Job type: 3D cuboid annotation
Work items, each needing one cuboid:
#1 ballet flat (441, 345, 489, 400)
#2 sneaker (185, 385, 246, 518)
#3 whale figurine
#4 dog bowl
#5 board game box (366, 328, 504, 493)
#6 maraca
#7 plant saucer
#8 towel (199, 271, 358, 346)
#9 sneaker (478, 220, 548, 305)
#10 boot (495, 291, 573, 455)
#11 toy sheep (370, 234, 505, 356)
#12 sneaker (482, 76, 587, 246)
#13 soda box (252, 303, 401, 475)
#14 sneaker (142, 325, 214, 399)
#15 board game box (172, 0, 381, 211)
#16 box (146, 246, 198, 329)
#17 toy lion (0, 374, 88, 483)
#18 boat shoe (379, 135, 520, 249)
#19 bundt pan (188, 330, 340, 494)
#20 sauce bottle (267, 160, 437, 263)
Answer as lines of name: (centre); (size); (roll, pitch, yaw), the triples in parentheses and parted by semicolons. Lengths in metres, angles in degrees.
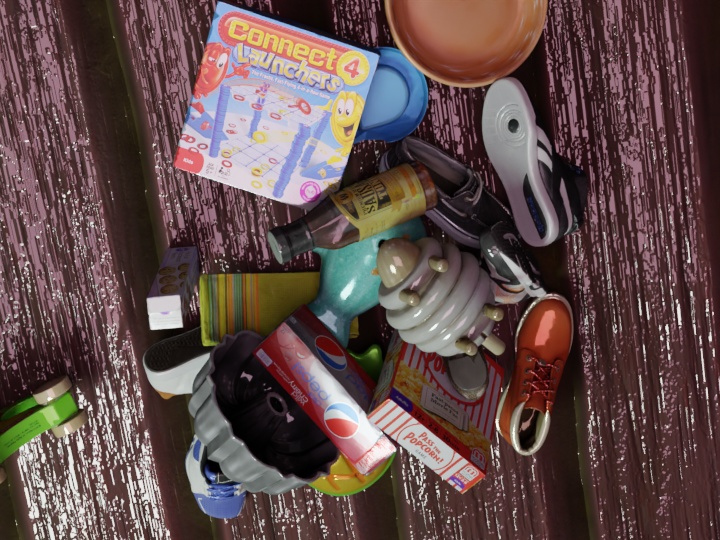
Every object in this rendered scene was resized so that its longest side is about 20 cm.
ballet flat: (0.118, 0.069, 1.572); (0.066, 0.202, 0.047); (-16, 147, 3)
sneaker: (-0.175, 0.242, 1.597); (0.079, 0.116, 0.202); (-1, 123, -9)
whale figurine: (0.000, 0.000, 1.557); (0.158, 0.104, 0.201); (35, 85, -9)
dog bowl: (-0.018, -0.200, 1.552); (0.197, 0.050, 0.113); (-16, 103, 2)
board game box: (0.094, 0.147, 1.557); (0.151, 0.201, 0.046); (39, 124, -13)
maraca: (-0.009, 0.189, 1.615); (0.136, 0.107, 0.202); (29, 101, -8)
plant saucer: (0.121, -0.317, 1.518); (0.197, 0.037, 0.204); (-1, 96, -11)
towel: (-0.099, 0.044, 1.584); (0.197, 0.018, 0.088); (-2, 83, -18)
sneaker: (0.168, 0.003, 1.542); (0.079, 0.200, 0.075); (-20, 67, 12)
boot: (0.224, 0.130, 1.609); (0.074, 0.107, 0.203); (13, 101, -3)
toy sheep: (0.094, 0.035, 1.481); (0.138, 0.138, 0.200); (-43, 108, 8)
sneaker: (0.214, -0.137, 1.554); (0.072, 0.111, 0.203); (-10, 97, 42)
soda box: (-0.031, 0.140, 1.524); (0.063, 0.070, 0.200); (-42, 90, 26)
sneaker: (-0.170, 0.106, 1.624); (0.197, 0.073, 0.085); (-16, 139, -6)
board game box: (-0.097, -0.188, 1.499); (0.197, 0.056, 0.199); (17, 104, -4)
box: (-0.219, 0.018, 1.522); (0.041, 0.200, 0.039); (-3, 107, 0)
toy lion: (-0.457, 0.207, 1.589); (0.199, 0.190, 0.069); (-35, 106, -35)
boat shoe: (0.116, -0.091, 1.555); (0.198, 0.071, 0.073); (28, 57, -12)
bundt pan: (-0.120, 0.175, 1.511); (0.202, 0.202, 0.076); (45, 119, -11)
sauce bottle: (-0.009, -0.063, 1.476); (0.198, 0.066, 0.067); (-25, 104, -16)
